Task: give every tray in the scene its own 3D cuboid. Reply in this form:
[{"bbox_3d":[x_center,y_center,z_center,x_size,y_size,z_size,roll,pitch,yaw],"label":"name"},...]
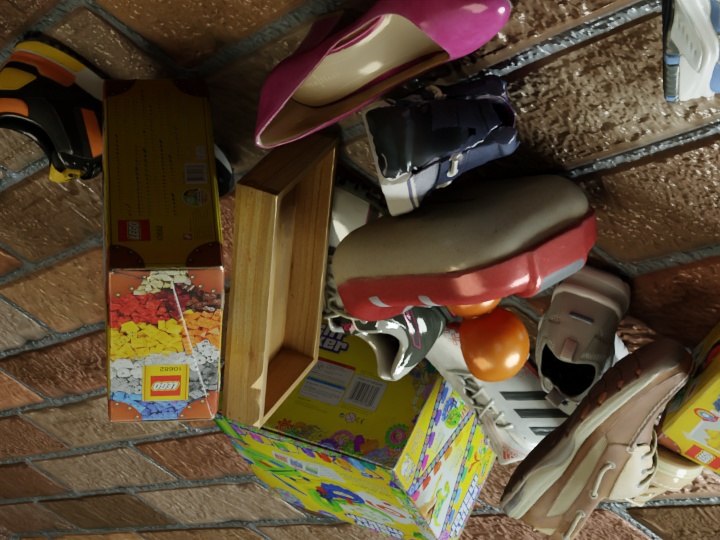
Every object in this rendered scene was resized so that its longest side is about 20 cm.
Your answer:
[{"bbox_3d":[-0.060,0.005,1.345,0.037,0.099,0.200,18,125,18],"label":"tray"}]

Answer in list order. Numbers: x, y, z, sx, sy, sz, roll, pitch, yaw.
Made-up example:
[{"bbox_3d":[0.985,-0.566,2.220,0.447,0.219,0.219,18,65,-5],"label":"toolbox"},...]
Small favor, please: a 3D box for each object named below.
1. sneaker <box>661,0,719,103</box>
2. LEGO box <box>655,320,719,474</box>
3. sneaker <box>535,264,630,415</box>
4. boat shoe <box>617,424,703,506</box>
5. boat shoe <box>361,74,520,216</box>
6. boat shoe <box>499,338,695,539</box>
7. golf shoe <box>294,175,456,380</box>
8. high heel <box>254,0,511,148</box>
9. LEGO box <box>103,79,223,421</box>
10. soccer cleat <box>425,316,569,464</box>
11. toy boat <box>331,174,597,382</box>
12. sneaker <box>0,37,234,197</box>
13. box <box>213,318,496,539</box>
[{"bbox_3d":[0.186,-0.156,0.900,0.077,0.076,0.200,0,153,8],"label":"sneaker"},{"bbox_3d":[0.305,0.090,1.268,0.149,0.077,0.200,26,158,3],"label":"LEGO box"},{"bbox_3d":[0.154,0.069,1.390,0.075,0.082,0.200,21,157,17],"label":"sneaker"},{"bbox_3d":[0.216,0.152,1.431,0.071,0.065,0.200,28,-178,2],"label":"boat shoe"},{"bbox_3d":[0.055,-0.081,1.193,0.093,0.075,0.200,-14,-178,2],"label":"boat shoe"},{"bbox_3d":[0.179,0.124,1.318,0.072,0.076,0.200,39,130,1],"label":"boat shoe"},{"bbox_3d":[0.000,0.000,1.414,0.077,0.088,0.200,2,144,50],"label":"golf shoe"},{"bbox_3d":[0.008,-0.123,1.120,0.200,0.096,0.067,-1,144,50],"label":"high heel"},{"bbox_3d":[-0.143,-0.017,1.317,0.077,0.200,0.149,-1,134,-8],"label":"LEGO box"},{"bbox_3d":[0.118,0.110,1.518,0.200,0.085,0.069,34,157,-16],"label":"soccer cleat"},{"bbox_3d":[0.075,0.014,1.262,0.200,0.130,0.131,-3,109,53],"label":"toy boat"},{"bbox_3d":[-0.197,-0.093,1.433,0.200,0.090,0.070,31,158,-6],"label":"sneaker"},{"bbox_3d":[-0.005,0.144,1.686,0.200,0.122,0.193,16,155,26],"label":"box"}]
